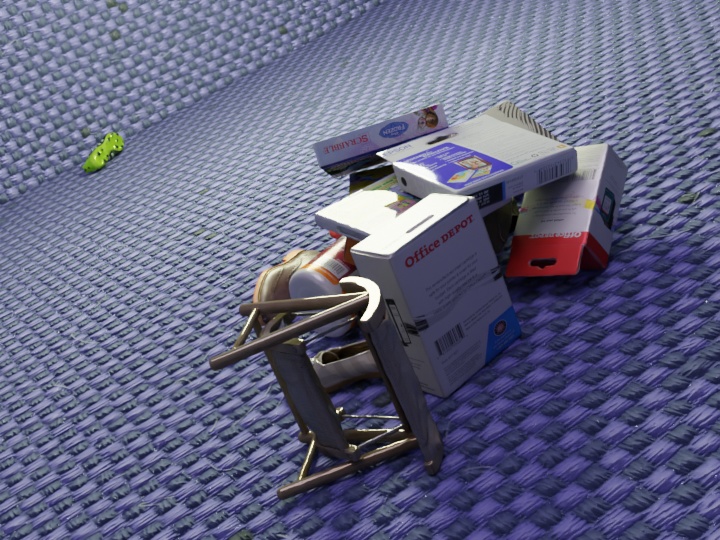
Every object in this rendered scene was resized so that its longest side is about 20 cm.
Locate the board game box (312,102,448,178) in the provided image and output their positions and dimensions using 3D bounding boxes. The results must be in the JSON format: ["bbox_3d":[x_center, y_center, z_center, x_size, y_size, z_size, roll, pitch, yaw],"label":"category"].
[{"bbox_3d":[0.036,-0.196,1.617,0.199,0.041,0.200,-17,-1,5],"label":"board game box"}]

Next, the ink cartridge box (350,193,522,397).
[{"bbox_3d":[0.094,0.027,1.270,0.146,0.201,0.084,-35,25,-27],"label":"ink cartridge box"}]

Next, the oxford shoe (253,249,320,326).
[{"bbox_3d":[-0.104,0.020,1.647,0.073,0.072,0.200,-4,28,28],"label":"oxford shoe"}]

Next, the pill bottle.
[{"bbox_3d":[0.000,0.000,1.535,0.113,0.113,0.200,5,34,48],"label":"pill bottle"}]

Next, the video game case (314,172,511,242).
[{"bbox_3d":[0.070,-0.084,1.408,0.200,0.022,0.182,-30,35,-33],"label":"video game case"}]

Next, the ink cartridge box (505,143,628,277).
[{"bbox_3d":[0.278,-0.066,1.416,0.116,0.067,0.201,-2,60,41],"label":"ink cartridge box"}]

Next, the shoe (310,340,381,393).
[{"bbox_3d":[-0.019,0.117,1.369,0.199,0.054,0.070,-13,24,23],"label":"shoe"}]

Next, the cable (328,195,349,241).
[{"bbox_3d":[-0.016,-0.065,1.710,0.097,0.050,0.200,-61,14,5],"label":"cable"}]

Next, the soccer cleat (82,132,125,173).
[{"bbox_3d":[-0.762,-0.350,3.104,0.081,0.068,0.200,-27,20,24],"label":"soccer cleat"}]

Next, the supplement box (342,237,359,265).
[{"bbox_3d":[0.080,-0.015,1.431,0.199,0.069,0.067,22,39,16],"label":"supplement box"}]

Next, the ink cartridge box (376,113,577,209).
[{"bbox_3d":[0.155,-0.147,1.429,0.197,0.044,0.200,-22,31,-23],"label":"ink cartridge box"}]

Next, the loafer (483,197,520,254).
[{"bbox_3d":[0.189,-0.075,1.483,0.075,0.070,0.200,-50,3,35],"label":"loafer"}]

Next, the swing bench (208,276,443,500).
[{"bbox_3d":[-0.026,0.127,1.165,0.199,0.200,0.130,-15,24,18],"label":"swing bench"}]

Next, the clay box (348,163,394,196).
[{"bbox_3d":[0.042,-0.123,1.603,0.114,0.048,0.200,-11,16,3],"label":"clay box"}]

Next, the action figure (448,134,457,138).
[{"bbox_3d":[0.101,-0.156,1.776,0.200,0.150,0.134,-28,26,-31],"label":"action figure"}]

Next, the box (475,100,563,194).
[{"bbox_3d":[0.261,-0.170,1.600,0.068,0.082,0.200,-29,53,-19],"label":"box"}]
